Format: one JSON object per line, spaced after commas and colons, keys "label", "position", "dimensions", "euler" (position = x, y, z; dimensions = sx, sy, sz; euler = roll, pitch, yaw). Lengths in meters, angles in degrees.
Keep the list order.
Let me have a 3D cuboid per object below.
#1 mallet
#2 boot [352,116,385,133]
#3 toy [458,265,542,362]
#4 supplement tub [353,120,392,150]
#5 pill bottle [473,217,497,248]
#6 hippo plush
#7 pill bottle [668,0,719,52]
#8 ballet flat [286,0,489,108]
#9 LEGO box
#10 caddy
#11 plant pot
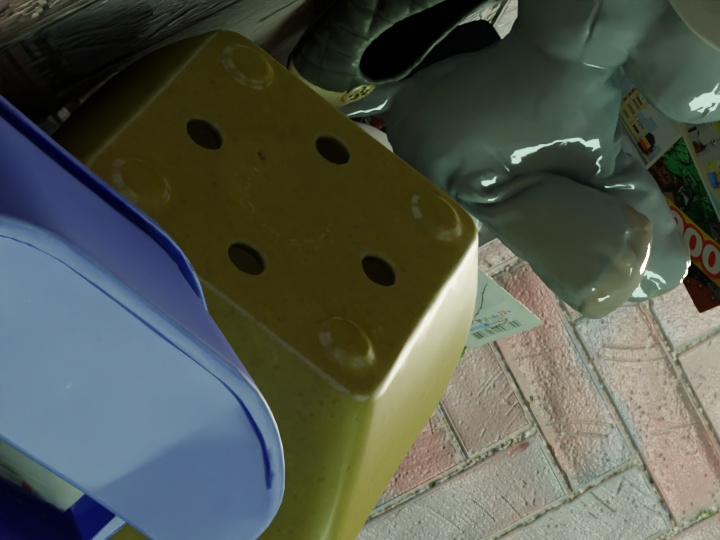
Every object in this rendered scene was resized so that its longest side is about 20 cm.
{"label": "mallet", "position": [0.037, -0.053, 1.148], "dimensions": [0.066, 0.041, 0.201], "euler": [-18, 144, -20]}
{"label": "boot", "position": [0.004, -0.065, 1.199], "dimensions": [0.144, 0.073, 0.200], "euler": [-24, 179, -42]}
{"label": "toy", "position": [0.000, 0.000, 0.956], "dimensions": [0.115, 0.047, 0.200], "euler": [-18, 155, 16]}
{"label": "supplement tub", "position": [-0.062, 0.005, 1.122], "dimensions": [0.199, 0.123, 0.122], "euler": [-21, -178, 34]}
{"label": "pill bottle", "position": [0.117, -0.093, 1.412], "dimensions": [0.199, 0.107, 0.106], "euler": [-27, 178, -30]}
{"label": "hippo plush", "position": [0.100, -0.096, 0.950], "dimensions": [0.161, 0.200, 0.159], "euler": [-55, -179, 19]}
{"label": "pill bottle", "position": [0.221, -0.170, 0.856], "dimensions": [0.199, 0.112, 0.111], "euler": [-27, 178, -27]}
{"label": "ballet flat", "position": [0.040, -0.106, 0.812], "dimensions": [0.200, 0.057, 0.066], "euler": [-30, 176, 43]}
{"label": "LEGO box", "position": [0.198, -0.095, 1.104], "dimensions": [0.077, 0.201, 0.149], "euler": [-27, 177, -27]}
{"label": "caddy", "position": [-0.115, 0.031, 0.556], "dimensions": [0.141, 0.200, 0.105], "euler": [-47, -138, 2]}
{"label": "plant pot", "position": [-0.067, 0.036, 0.729], "dimensions": [0.200, 0.194, 0.196], "euler": [-51, -178, 38]}
